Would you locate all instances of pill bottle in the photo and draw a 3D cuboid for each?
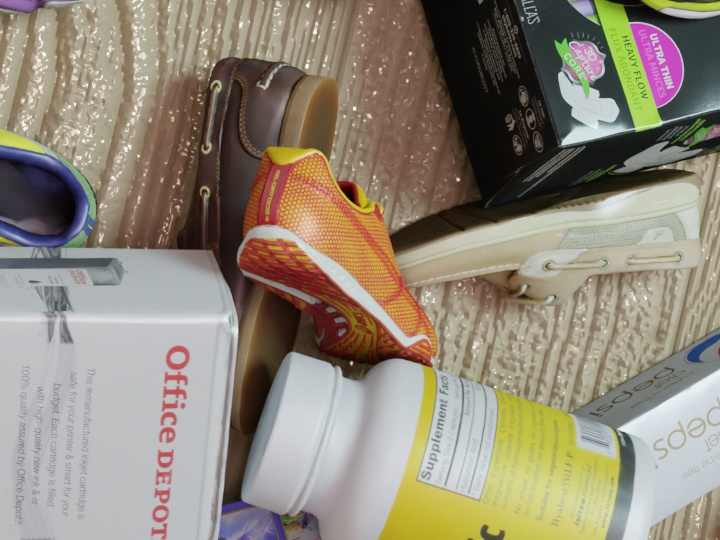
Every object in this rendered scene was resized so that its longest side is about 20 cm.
[{"bbox_3d":[0.044,0.111,0.950,0.199,0.111,0.112,19,86,-6],"label":"pill bottle"}]

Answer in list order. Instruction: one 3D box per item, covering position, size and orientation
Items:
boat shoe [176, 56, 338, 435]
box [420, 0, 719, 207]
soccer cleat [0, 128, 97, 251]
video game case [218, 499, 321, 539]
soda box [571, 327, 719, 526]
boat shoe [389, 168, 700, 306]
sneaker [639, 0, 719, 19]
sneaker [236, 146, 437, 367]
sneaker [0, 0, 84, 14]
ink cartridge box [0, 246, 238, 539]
[{"bbox_3d":[-0.064,-0.015,0.981,0.070,0.070,0.201,14,97,17],"label":"boat shoe"},{"bbox_3d":[0.155,-0.138,1.003,0.199,0.124,0.149,-13,81,-19],"label":"box"},{"bbox_3d":[-0.224,-0.063,0.909,0.199,0.084,0.065,23,84,-19],"label":"soccer cleat"},{"bbox_3d":[-0.023,0.209,0.983,0.199,0.045,0.182,-12,76,-18],"label":"video game case"},{"bbox_3d":[0.201,0.087,1.073,0.199,0.068,0.064,-28,101,-16],"label":"soda box"},{"bbox_3d":[0.105,-0.009,1.035,0.199,0.072,0.065,-13,103,-18],"label":"boat shoe"},{"bbox_3d":[0.220,-0.181,0.922,0.199,0.081,0.074,-12,79,-18],"label":"sneaker"},{"bbox_3d":[0.000,0.000,0.955,0.073,0.200,0.078,5,67,21],"label":"sneaker"},{"bbox_3d":[-0.222,-0.188,0.908,0.199,0.075,0.100,15,88,-19],"label":"sneaker"},{"bbox_3d":[-0.168,0.067,0.904,0.199,0.085,0.146,2,116,-13],"label":"ink cartridge box"}]
